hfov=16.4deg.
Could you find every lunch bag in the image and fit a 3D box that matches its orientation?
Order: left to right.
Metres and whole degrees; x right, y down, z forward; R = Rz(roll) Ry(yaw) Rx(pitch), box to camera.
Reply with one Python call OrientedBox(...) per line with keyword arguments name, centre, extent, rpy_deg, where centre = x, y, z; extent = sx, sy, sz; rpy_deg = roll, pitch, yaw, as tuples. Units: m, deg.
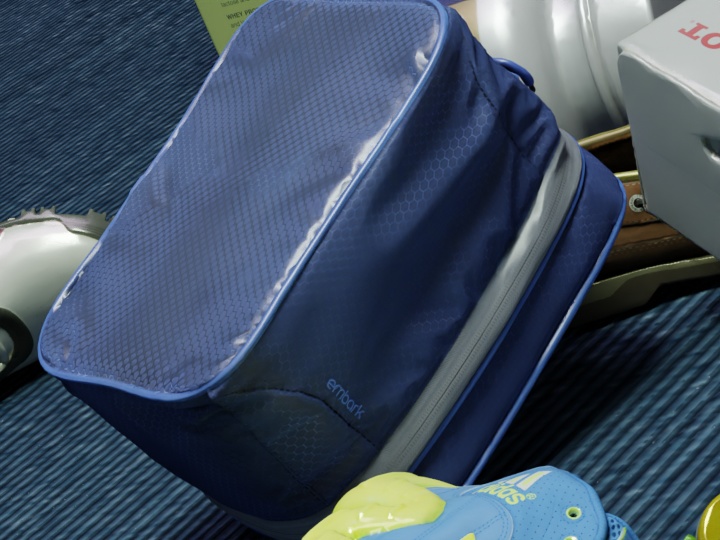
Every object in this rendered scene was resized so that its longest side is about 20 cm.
OrientedBox(name="lunch bag", centre=(0.000, 0.000, 0.904), extent=(0.136, 0.132, 0.201), rpy_deg=(13, 65, 54))

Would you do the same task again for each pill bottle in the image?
OrientedBox(name="pill bottle", centre=(0.051, -0.079, 1.104), extent=(0.199, 0.120, 0.120), rpy_deg=(-16, 21, 24))

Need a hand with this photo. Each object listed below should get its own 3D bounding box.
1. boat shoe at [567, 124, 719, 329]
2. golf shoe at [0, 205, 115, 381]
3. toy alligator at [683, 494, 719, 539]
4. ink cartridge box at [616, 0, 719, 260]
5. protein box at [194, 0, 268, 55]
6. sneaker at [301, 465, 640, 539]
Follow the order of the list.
OrientedBox(name="boat shoe", centre=(0.136, -0.038, 0.978), extent=(0.199, 0.068, 0.072), rpy_deg=(-22, 18, 4))
OrientedBox(name="golf shoe", centre=(-0.191, 0.040, 1.185), extent=(0.199, 0.077, 0.088), rpy_deg=(-23, 39, 11))
OrientedBox(name="toy alligator", centre=(0.079, 0.121, 0.673), extent=(0.200, 0.059, 0.054), rpy_deg=(-40, 67, -20))
OrientedBox(name="ink cartridge box", centre=(0.212, -0.068, 0.889), extent=(0.199, 0.084, 0.145), rpy_deg=(-31, 41, -19))
OrientedBox(name="protein box", centre=(-0.003, -0.232, 1.440), extent=(0.198, 0.201, 0.135), rpy_deg=(-9, 25, 36))
OrientedBox(name="sneaker", centre=(0.029, 0.101, 0.726), extent=(0.104, 0.076, 0.200), rpy_deg=(-17, 16, 15))
